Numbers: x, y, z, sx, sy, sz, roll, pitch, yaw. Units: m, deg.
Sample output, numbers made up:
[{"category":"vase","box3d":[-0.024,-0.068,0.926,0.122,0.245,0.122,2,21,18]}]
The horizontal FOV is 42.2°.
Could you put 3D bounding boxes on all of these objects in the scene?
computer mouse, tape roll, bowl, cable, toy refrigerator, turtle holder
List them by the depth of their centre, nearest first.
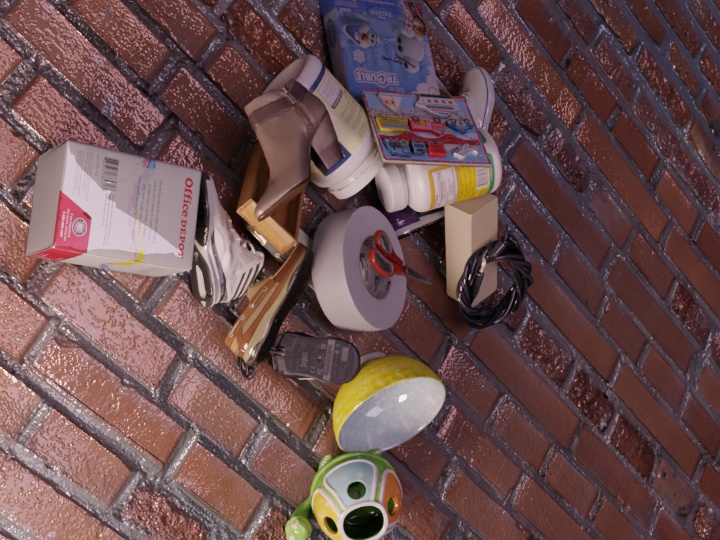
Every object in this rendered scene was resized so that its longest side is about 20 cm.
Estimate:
[{"category":"turtle holder","box3d":[-0.022,0.367,1.484,0.182,0.132,0.144,10,104,-11]},{"category":"computer mouse","box3d":[-0.097,0.107,1.493,0.196,0.046,0.144,3,84,-5]},{"category":"tape roll","box3d":[0.000,0.000,1.539,0.199,0.065,0.204,25,60,-53]},{"category":"bowl","box3d":[0.031,0.202,1.550,0.197,0.202,0.108,-1,45,-34]},{"category":"toy refrigerator","box3d":[0.197,-0.042,1.673,0.075,0.069,0.203,-33,134,-32]},{"category":"cable","box3d":[0.243,0.034,1.675,0.164,0.050,0.201,-49,141,-16]}]

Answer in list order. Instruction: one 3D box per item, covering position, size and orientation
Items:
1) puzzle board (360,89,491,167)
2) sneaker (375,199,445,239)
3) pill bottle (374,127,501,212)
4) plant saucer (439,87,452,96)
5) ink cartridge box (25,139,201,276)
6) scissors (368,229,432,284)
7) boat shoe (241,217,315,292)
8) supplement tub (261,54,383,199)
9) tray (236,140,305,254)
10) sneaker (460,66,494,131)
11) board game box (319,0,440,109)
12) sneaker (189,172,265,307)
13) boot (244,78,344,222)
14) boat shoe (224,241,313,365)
[{"category":"puzzle board","box3d":[0.107,-0.233,1.513,0.196,0.017,0.153,0,56,-25]},{"category":"sneaker","box3d":[0.111,-0.122,1.667,0.198,0.075,0.089,-23,88,-39]},{"category":"pill bottle","box3d":[0.129,-0.164,1.581,0.197,0.113,0.115,-17,96,-14]},{"category":"plant saucer","box3d":[0.130,-0.237,1.695,0.197,0.034,0.204,11,72,-34]},{"category":"ink cartridge box","box3d":[-0.342,-0.079,1.302,0.197,0.144,0.148,11,80,-33]},{"category":"scissors","box3d":[0.070,0.004,1.581,0.200,0.014,0.074,44,44,-46]},{"category":"boat shoe","box3d":[-0.111,-0.030,1.511,0.202,0.060,0.073,51,21,-25]},{"category":"supplement tub","box3d":[-0.062,-0.228,1.508,0.200,0.144,0.146,44,64,-24]},{"category":"tray","box3d":[-0.135,-0.120,1.447,0.099,0.037,0.201,44,26,-25]},{"category":"sneaker","box3d":[0.194,-0.284,1.688,0.070,0.072,0.204,20,66,-36]},{"category":"board game box","box3d":[0.037,-0.377,1.627,0.197,0.043,0.203,-3,77,-34]},{"category":"sneaker","box3d":[-0.211,-0.053,1.447,0.114,0.075,0.205,-12,101,-43]},{"category":"boot","box3d":[-0.119,-0.182,1.359,0.200,0.070,0.147,-41,95,-32]},{"category":"boat shoe","box3d":[-0.143,0.044,1.435,0.073,0.076,0.202,27,79,14]}]
